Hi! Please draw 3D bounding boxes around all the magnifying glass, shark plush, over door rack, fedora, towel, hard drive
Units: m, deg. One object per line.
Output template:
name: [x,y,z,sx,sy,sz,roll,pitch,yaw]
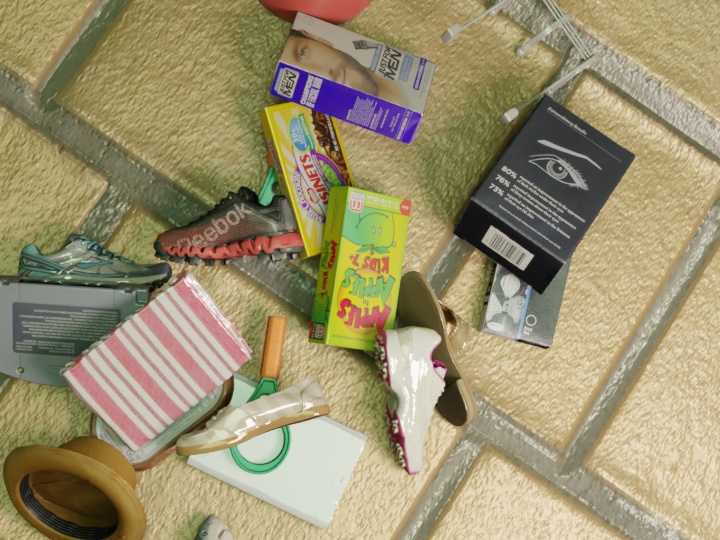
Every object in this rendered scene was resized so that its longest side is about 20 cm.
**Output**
magnifying glass: [-0.108,-0.116,1.735,0.079,0.022,0.202,-1,83,-7]
shark plush: [-0.222,0.410,1.670,0.083,0.091,0.201,40,102,19]
over door rack: [0.209,-0.293,1.765,0.200,0.067,0.148,-35,88,-30]
fedora: [-0.342,0.264,1.626,0.200,0.201,0.082,32,42,-2]
towel: [-0.248,0.112,1.619,0.200,0.030,0.147,-38,115,-4]
hard drive: [-0.107,0.231,1.702,0.199,0.026,0.133,26,82,-4]
magnifying glass: [-0.120,0.159,1.686,0.079,0.022,0.202,8,85,-5]

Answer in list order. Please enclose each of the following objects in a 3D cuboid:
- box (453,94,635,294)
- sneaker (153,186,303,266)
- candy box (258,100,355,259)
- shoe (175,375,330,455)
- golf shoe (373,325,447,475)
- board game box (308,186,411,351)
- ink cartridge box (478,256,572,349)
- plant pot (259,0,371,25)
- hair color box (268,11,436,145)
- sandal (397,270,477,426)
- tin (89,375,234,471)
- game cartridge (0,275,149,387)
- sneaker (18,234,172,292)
box: [0.237,-0.099,1.705,0.148,0.104,0.200,36,65,6]
sneaker: [-0.171,-0.056,1.686,0.199,0.071,0.099,-5,89,14]
candy box: [-0.059,-0.123,1.722,0.102,0.026,0.202,-17,90,-29]
shoe: [-0.137,0.182,1.639,0.198,0.070,0.054,-16,86,-15]
golf shoe: [0.073,0.165,1.686,0.091,0.075,0.202,-12,110,-13]
board game box: [0.000,0.000,1.701,0.101,0.047,0.202,10,86,-34]
ink cartridge box: [0.227,-0.004,1.759,0.099,0.039,0.202,14,82,-4]
plant pot: [-0.056,-0.434,1.704,0.199,0.177,0.202,1,84,-6]
hair color box: [-0.009,-0.252,1.725,0.198,0.065,0.110,18,49,-3]
sandal: [0.115,0.094,1.733,0.069,0.077,0.213,-23,94,-40]
tin: [-0.251,0.171,1.673,0.200,0.042,0.112,-38,83,-4]
game cartridge: [-0.361,0.078,1.636,0.198,0.042,0.134,4,110,0]
sneaker: [-0.340,-0.007,1.678,0.198,0.078,0.087,-4,81,-7]
